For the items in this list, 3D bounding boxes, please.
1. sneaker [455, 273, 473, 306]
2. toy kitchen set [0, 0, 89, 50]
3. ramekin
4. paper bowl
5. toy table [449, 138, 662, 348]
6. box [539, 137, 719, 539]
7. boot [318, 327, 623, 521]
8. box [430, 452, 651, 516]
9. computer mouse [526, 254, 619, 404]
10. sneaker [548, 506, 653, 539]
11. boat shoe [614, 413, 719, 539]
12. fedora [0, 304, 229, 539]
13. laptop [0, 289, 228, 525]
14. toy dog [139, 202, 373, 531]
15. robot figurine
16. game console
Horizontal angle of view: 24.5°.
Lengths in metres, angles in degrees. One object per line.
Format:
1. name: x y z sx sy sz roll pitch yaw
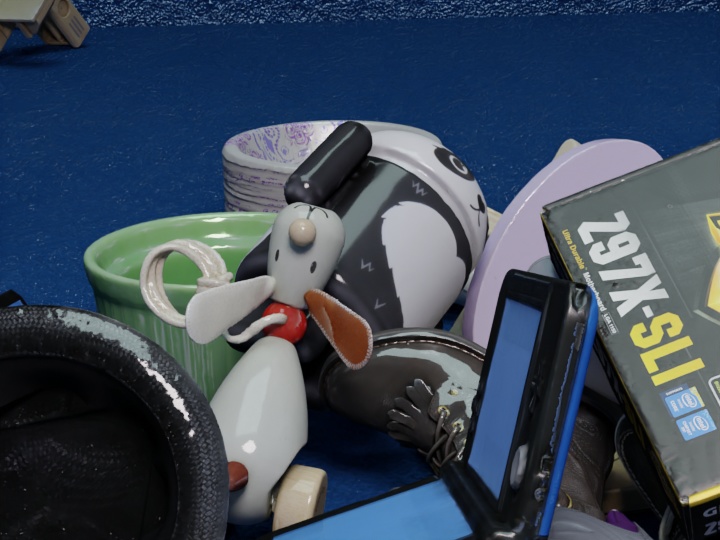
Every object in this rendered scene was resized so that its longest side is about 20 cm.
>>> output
1. sneaker: 0.022 0.000 1.347 0.199 0.100 0.078 26 -12 18
2. toy kitchen set: -0.512 -0.371 2.616 0.163 0.181 0.200 5 57 32
3. ramekin: -0.097 0.029 1.197 0.199 0.098 0.200 -1 16 0
4. paper bowl: -0.024 -0.068 1.503 0.200 0.105 0.201 -1 16 0
5. toy table: 0.127 -0.005 1.170 0.200 0.184 0.117 -47 19 -8
6. box: 0.201 0.023 0.851 0.159 0.049 0.200 -21 52 1
7. boot: 0.057 0.113 0.909 0.199 0.069 0.174 10 32 9
8. box: 0.142 0.109 1.039 0.199 0.021 0.164 -5 19 -12
9. computer mouse: 0.172 0.063 0.929 0.200 0.110 0.044 30 51 10
10. sneaker: 0.076 0.150 0.769 0.200 0.075 0.088 7 28 -42
11. boat shoe: 0.186 0.130 0.840 0.071 0.072 0.200 -14 33 -29
12. fedora: -0.154 0.110 0.853 0.200 0.201 0.092 2 -4 12
13. laptop: -0.166 0.092 0.987 0.199 0.104 0.177 5 18 21
14. toy dog: -0.057 0.058 0.918 0.131 0.201 0.096 -8 -11 0
15. robot figurine: 0.001 -0.001 1.057 0.125 0.150 0.200 35 55 6
16. game console: 0.021 0.076 0.763 0.118 0.171 0.200 12 1 -4
